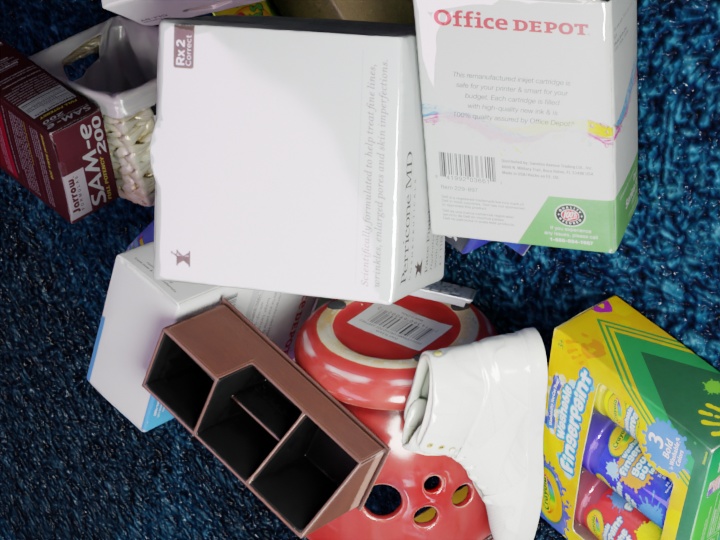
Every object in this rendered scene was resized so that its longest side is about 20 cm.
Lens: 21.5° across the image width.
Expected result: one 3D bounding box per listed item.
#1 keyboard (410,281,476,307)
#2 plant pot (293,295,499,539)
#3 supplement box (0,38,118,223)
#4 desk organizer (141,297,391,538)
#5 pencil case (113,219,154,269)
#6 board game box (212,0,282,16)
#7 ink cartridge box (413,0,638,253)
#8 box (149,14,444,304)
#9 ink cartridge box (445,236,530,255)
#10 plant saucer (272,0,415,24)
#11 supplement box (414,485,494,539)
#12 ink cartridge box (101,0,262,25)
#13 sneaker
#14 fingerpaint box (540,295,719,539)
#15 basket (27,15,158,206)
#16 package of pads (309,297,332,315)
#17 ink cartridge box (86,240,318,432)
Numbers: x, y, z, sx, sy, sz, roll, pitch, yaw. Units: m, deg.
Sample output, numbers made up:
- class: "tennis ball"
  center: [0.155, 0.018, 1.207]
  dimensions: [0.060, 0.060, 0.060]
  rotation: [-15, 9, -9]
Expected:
- class: "keyboard"
  center: [0.000, 0.000, 1.618]
  dimensions: [0.199, 0.056, 0.011]
  rotation: [13, 106, 5]
- class: "plant pot"
  center: [0.029, 0.125, 1.631]
  dimensions: [0.200, 0.200, 0.183]
  rotation: [30, 133, 42]
- class: "supplement box"
  center: [-0.319, -0.140, 1.821]
  dimensions: [0.200, 0.061, 0.109]
  rotation: [36, 146, 38]
- class: "desk organizer"
  center: [-0.080, 0.119, 1.543]
  dimensions: [0.200, 0.077, 0.072]
  rotation: [41, 127, 22]
- class: "pencil case"
  center: [-0.145, -0.044, 1.800]
  dimensions: [0.200, 0.087, 0.078]
  rotation: [-43, 72, 22]
- class: "board game box"
  center: [-0.093, -0.218, 1.652]
  dimensions: [0.201, 0.047, 0.102]
  rotation: [63, -172, 1]
- class: "ink cartridge box"
  center: [0.123, -0.125, 1.368]
  dimensions: [0.145, 0.088, 0.201]
  rotation: [7, 124, 21]
- class: "box"
  center: [-0.042, -0.088, 1.430]
  dimensions: [0.199, 0.131, 0.200]
  rotation: [7, 102, 20]
- class: "ink cartridge box"
  center: [0.059, -0.082, 1.520]
  dimensions: [0.200, 0.039, 0.100]
  rotation: [35, 147, 5]
- class: "plant saucer"
  center: [0.018, -0.217, 1.539]
  dimensions: [0.200, 0.048, 0.200]
  rotation: [58, 149, 9]
- class: "supplement box"
  center: [0.096, 0.351, 1.759]
  dimensions: [0.200, 0.132, 0.198]
  rotation: [45, 145, 27]
- class: "ink cartridge box"
  center: [-0.145, -0.317, 1.555]
  dimensions: [0.144, 0.083, 0.201]
  rotation: [-10, 84, 21]
- class: "sneaker"
  center: [0.086, 0.142, 1.522]
  dimensions: [0.074, 0.115, 0.201]
  rotation: [-121, 26, -60]
- class: "fingerpaint box"
  center: [0.220, 0.150, 1.487]
  dimensions: [0.167, 0.073, 0.201]
  rotation: [40, 141, 34]
- class: "basket"
  center: [-0.223, -0.157, 1.857]
  dimensions: [0.200, 0.135, 0.124]
  rotation: [23, 134, 48]
- class: "package of pads"
  center: [-0.061, 0.059, 1.837]
  dimensions: [0.154, 0.068, 0.201]
  rotation: [-11, 103, 56]
- class: "ink cartridge box"
  center: [-0.132, 0.036, 1.682]
  dimensions: [0.086, 0.200, 0.147]
  rotation: [37, 128, 24]
